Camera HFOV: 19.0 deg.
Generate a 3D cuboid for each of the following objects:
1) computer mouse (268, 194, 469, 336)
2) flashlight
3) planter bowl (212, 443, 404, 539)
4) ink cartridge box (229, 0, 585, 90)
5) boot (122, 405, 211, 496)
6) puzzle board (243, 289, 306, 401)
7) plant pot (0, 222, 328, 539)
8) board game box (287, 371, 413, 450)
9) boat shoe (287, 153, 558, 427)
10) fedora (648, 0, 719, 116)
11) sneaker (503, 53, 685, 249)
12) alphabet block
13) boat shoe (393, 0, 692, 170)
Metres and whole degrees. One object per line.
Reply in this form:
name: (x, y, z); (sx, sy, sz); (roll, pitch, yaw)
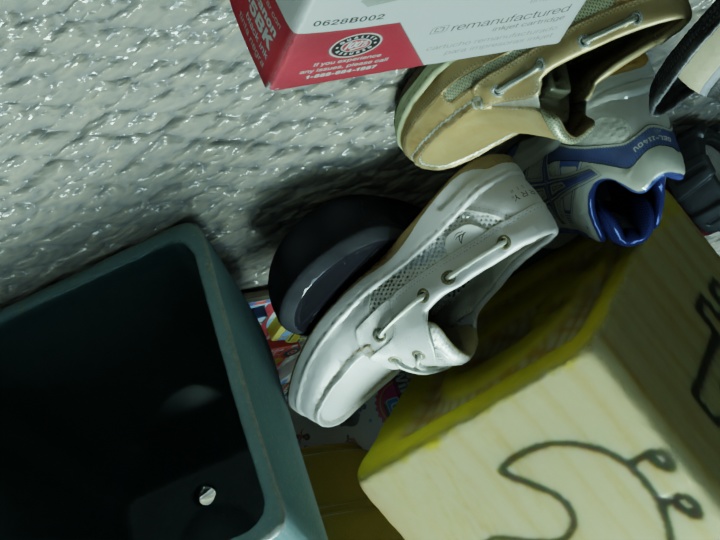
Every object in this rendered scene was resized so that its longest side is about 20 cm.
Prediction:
computer mouse: (0.000, 0.000, 1.262); (0.138, 0.053, 0.200); (-44, 157, 12)
flashlight: (0.157, -0.018, 1.362); (0.200, 0.068, 0.068); (-35, 164, 32)
planter bowl: (-0.034, 0.163, 1.402); (0.199, 0.084, 0.200); (-11, 165, -3)
ink cartridge box: (0.038, -0.163, 0.843); (0.146, 0.083, 0.200); (-12, 159, -22)
boot: (-0.175, 0.110, 1.364); (0.199, 0.070, 0.146); (0, 144, -19)
puzzle board: (-0.063, 0.058, 1.409); (0.150, 0.017, 0.200); (-9, 158, -29)
plant pot: (-0.117, 0.129, 1.227); (0.196, 0.196, 0.200); (-24, 150, 9)
board game box: (0.010, 0.123, 1.557); (0.199, 0.064, 0.148); (-21, 164, -14)
boat shoe: (0.034, 0.027, 1.203); (0.071, 0.069, 0.200); (-6, 140, -55)
fedora: (0.237, -0.122, 1.049); (0.200, 0.092, 0.201); (-42, 172, -7)
sneaker: (0.129, -0.044, 1.237); (0.075, 0.088, 0.200); (-18, 161, -14)
alphabet block: (0.150, 0.107, 1.282); (0.195, 0.200, 0.197); (-34, -167, 32)
boat shoe: (0.088, -0.095, 1.078); (0.071, 0.076, 0.200); (-5, 155, -38)
